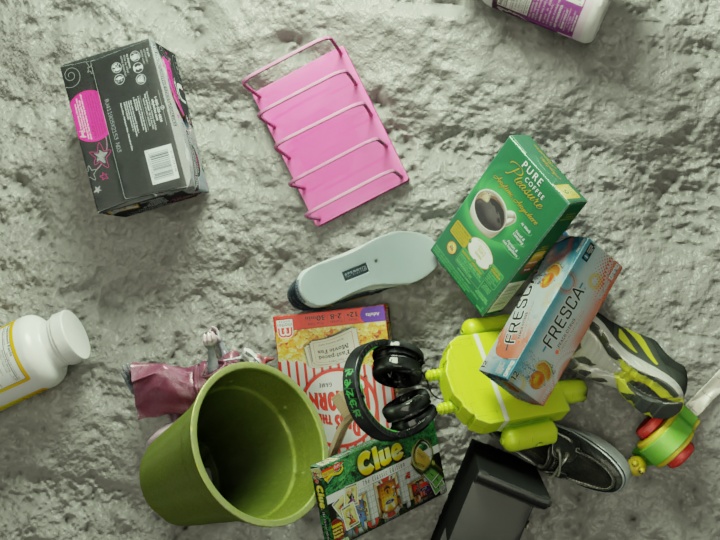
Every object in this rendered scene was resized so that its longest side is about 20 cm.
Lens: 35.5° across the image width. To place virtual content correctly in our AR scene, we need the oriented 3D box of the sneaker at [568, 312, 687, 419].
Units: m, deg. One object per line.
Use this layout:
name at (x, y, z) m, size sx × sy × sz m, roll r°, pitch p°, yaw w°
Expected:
sneaker at (0.323, 0.105, 1.411) m, size 0.200 × 0.085 × 0.075 m, roll 41°, pitch 125°, yaw 11°

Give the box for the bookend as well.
bookend at (0.145, 0.329, 1.374) m, size 0.092 × 0.200 × 0.199 m, roll 22°, pitch 92°, yaw 2°

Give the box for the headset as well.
headset at (0.065, 0.143, 1.397) m, size 0.094 × 0.200 × 0.124 m, roll -22°, pitch 75°, yaw 39°

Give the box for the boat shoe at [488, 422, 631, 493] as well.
boat shoe at (0.241, 0.231, 1.420) m, size 0.200 × 0.071 × 0.072 m, roll 26°, pitch 118°, yaw 14°

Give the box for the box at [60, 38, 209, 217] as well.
box at (-0.293, -0.185, 1.487) m, size 0.132 × 0.115 × 0.200 m, roll -15°, pitch 89°, yaw 7°

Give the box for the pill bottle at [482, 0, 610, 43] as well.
pill bottle at (0.218, -0.370, 1.409) m, size 0.200 × 0.112 × 0.112 m, roll 24°, pitch 94°, yaw 9°

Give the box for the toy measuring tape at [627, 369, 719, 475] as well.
toy measuring tape at (0.408, 0.184, 1.402) m, size 0.074 × 0.074 × 0.200 m, roll 45°, pitch 97°, yaw 6°

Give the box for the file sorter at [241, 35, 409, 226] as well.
file sorter at (-0.048, -0.178, 1.443) m, size 0.139 × 0.125 × 0.200 m, roll -27°, pitch 86°, yaw 8°

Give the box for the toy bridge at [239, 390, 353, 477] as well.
toy bridge at (-0.068, 0.230, 1.438) m, size 0.200 × 0.027 × 0.067 m, roll -40°, pitch 74°, yaw 25°

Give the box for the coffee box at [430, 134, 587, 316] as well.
coffee box at (0.179, -0.054, 1.382) m, size 0.123 × 0.044 × 0.200 m, roll 53°, pitch 129°, yaw 28°

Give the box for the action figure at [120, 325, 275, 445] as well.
action figure at (-0.205, 0.150, 1.465) m, size 0.199 × 0.134 × 0.149 m, roll -8°, pitch 90°, yaw 12°

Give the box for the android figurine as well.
android figurine at (0.179, 0.136, 1.397) m, size 0.200 × 0.041 × 0.182 m, roll -9°, pitch 61°, yaw -21°

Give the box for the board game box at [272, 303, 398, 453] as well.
board game box at (-0.027, 0.150, 1.480) m, size 0.151 × 0.046 × 0.201 m, roll -7°, pitch 89°, yaw 9°

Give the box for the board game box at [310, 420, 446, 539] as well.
board game box at (0.026, 0.261, 1.407) m, size 0.023 × 0.200 × 0.105 m, roll -7°, pitch 98°, yaw 49°

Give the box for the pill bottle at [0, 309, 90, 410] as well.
pill bottle at (-0.470, 0.126, 1.520) m, size 0.200 × 0.104 × 0.104 m, roll -24°, pitch 87°, yaw 8°

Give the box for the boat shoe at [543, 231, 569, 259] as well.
boat shoe at (0.229, -0.032, 1.424) m, size 0.069 × 0.084 × 0.200 m, roll -41°, pitch 82°, yaw 10°

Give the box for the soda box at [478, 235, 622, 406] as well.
soda box at (0.227, 0.058, 1.342) m, size 0.068 × 0.064 × 0.200 m, roll 37°, pitch 78°, yaw -24°

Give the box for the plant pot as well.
plant pot at (-0.175, 0.238, 1.393) m, size 0.190 × 0.200 × 0.200 m, roll -30°, pitch 85°, yaw 42°

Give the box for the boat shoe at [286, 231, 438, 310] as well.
boat shoe at (0.000, 0.000, 1.470) m, size 0.200 × 0.091 × 0.071 m, roll -16°, pitch 88°, yaw -19°
